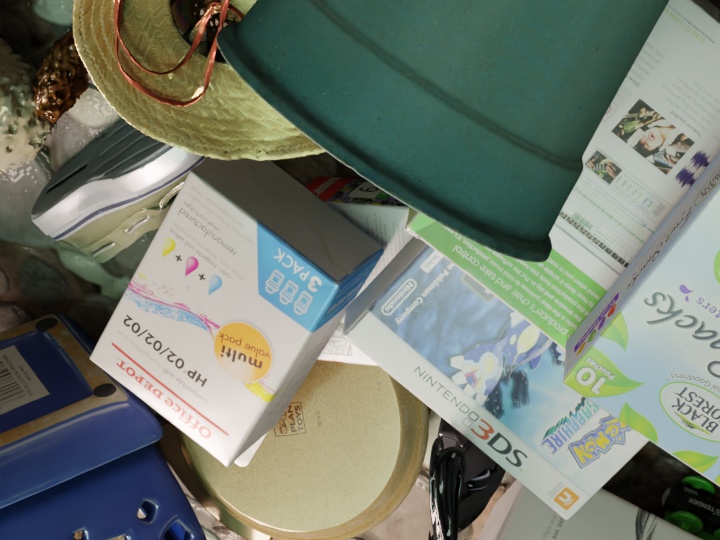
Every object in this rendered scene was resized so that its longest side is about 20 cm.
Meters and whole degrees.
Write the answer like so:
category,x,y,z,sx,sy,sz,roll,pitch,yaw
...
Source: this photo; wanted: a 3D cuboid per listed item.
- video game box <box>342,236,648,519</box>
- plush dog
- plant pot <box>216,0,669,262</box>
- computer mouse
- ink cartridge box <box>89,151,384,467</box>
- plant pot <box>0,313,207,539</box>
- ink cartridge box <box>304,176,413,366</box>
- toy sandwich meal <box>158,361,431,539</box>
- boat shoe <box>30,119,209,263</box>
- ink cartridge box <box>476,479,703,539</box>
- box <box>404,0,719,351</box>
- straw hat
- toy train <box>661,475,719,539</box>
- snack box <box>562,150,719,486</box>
category,x,y,z,sx,sy,sz,roll,pitch,yaw
video game box,0.120,0.020,1.242,0.182,0.047,0.200,38,108,-14
plush dog,-0.263,-0.118,1.320,0.199,0.161,0.172,-16,145,37
plant pot,0.063,-0.142,1.046,0.200,0.200,0.197,33,102,-4
computer mouse,0.070,0.150,1.336,0.046,0.200,0.141,2,103,6
ink cartridge box,-0.086,0.036,1.311,0.115,0.068,0.200,37,123,9
plant pot,-0.228,0.152,1.465,0.200,0.199,0.181,41,148,54
ink cartridge box,0.000,0.000,1.325,0.199,0.050,0.110,4,114,25
toy sandwich meal,-0.039,0.095,1.438,0.204,0.070,0.207,5,104,19
boat shoe,-0.137,-0.059,1.357,0.062,0.072,0.200,36,149,-23
ink cartridge box,0.172,0.216,1.402,0.199,0.084,0.146,27,160,1
box,0.140,-0.058,1.167,0.144,0.036,0.200,37,109,-9
straw hat,-0.058,-0.161,1.193,0.200,0.085,0.202,3,128,4
toy train,0.287,0.190,1.384,0.199,0.042,0.057,22,147,8
snack box,0.222,0.016,1.136,0.142,0.053,0.200,34,116,-7
